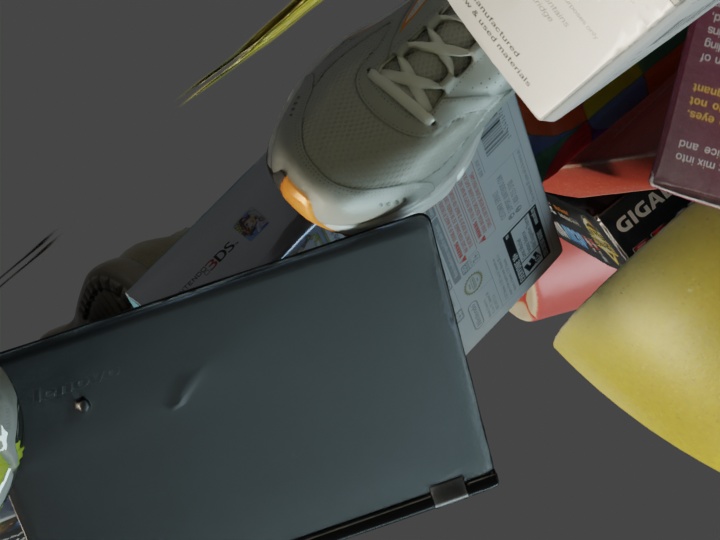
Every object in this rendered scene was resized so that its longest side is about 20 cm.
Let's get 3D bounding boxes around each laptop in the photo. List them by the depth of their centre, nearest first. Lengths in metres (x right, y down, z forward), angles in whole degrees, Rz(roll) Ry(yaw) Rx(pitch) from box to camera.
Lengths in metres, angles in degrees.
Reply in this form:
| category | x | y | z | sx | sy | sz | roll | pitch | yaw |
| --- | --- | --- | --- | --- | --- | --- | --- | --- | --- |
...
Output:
| category | x | y | z | sx | sy | sz | roll | pitch | yaw |
| --- | --- | --- | --- | --- | --- | --- | --- | --- | --- |
| laptop | -0.050 | 0.063 | 1.089 | 0.186 | 0.117 | 0.200 | -18 | 180 | -4 |

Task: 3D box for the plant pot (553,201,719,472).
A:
| category | x | y | z | sx | sy | sz | roll | pitch | yaw |
| --- | --- | --- | --- | --- | --- | --- | --- | --- | --- |
| plant pot | 0.212 | 0.028 | 1.253 | 0.200 | 0.142 | 0.200 | -37 | 170 | -8 |

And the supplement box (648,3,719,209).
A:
| category | x | y | z | sx | sy | sz | roll | pitch | yaw |
| --- | --- | --- | --- | --- | --- | --- | --- | --- | --- |
| supplement box | 0.199 | -0.124 | 1.078 | 0.131 | 0.103 | 0.201 | -29 | 134 | -71 |

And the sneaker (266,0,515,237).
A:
| category | x | y | z | sx | sy | sz | roll | pitch | yaw |
| --- | --- | --- | --- | --- | --- | --- | --- | --- | --- |
| sneaker | 0.043 | -0.095 | 1.013 | 0.200 | 0.076 | 0.092 | -42 | 169 | -25 |

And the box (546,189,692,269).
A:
| category | x | y | z | sx | sy | sz | roll | pitch | yaw |
| --- | --- | --- | --- | --- | --- | --- | --- | --- | --- |
| box | 0.173 | -0.071 | 1.403 | 0.159 | 0.046 | 0.200 | -38 | -169 | -2 |

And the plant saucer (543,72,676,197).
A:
| category | x | y | z | sx | sy | sz | roll | pitch | yaw |
| --- | --- | --- | --- | --- | --- | --- | --- | --- | --- |
| plant saucer | 0.183 | -0.102 | 1.290 | 0.200 | 0.037 | 0.200 | -43 | -167 | -18 |

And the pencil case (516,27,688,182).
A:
| category | x | y | z | sx | sy | sz | roll | pitch | yaw |
| --- | --- | --- | --- | --- | --- | --- | --- | --- | --- |
| pencil case | 0.113 | -0.120 | 1.264 | 0.200 | 0.089 | 0.088 | -37 | 177 | -7 |

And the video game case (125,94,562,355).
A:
| category | x | y | z | sx | sy | sz | roll | pitch | yaw |
| --- | --- | --- | --- | --- | --- | --- | --- | --- | --- |
| video game case | 0.000 | 0.000 | 1.148 | 0.181 | 0.045 | 0.200 | -47 | 153 | -11 |

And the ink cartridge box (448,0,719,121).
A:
| category | x | y | z | sx | sy | sz | roll | pitch | yaw |
| --- | --- | --- | --- | --- | --- | --- | --- | --- | --- |
| ink cartridge box | 0.130 | -0.151 | 0.878 | 0.146 | 0.086 | 0.200 | -36 | 176 | -35 |

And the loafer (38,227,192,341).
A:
| category | x | y | z | sx | sy | sz | roll | pitch | yaw |
| --- | --- | --- | --- | --- | --- | --- | --- | --- | --- |
| loafer | -0.098 | 0.036 | 1.226 | 0.068 | 0.076 | 0.200 | -29 | 174 | -23 |

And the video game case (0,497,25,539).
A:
| category | x | y | z | sx | sy | sz | roll | pitch | yaw |
| --- | --- | --- | --- | --- | --- | --- | --- | --- | --- |
| video game case | -0.180 | 0.132 | 1.173 | 0.200 | 0.023 | 0.182 | -20 | 162 | -47 |

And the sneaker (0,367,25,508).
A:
| category | x | y | z | sx | sy | sz | roll | pitch | yaw |
| --- | --- | --- | --- | --- | --- | --- | --- | --- | --- |
| sneaker | -0.205 | 0.103 | 0.977 | 0.200 | 0.076 | 0.076 | -39 | 177 | 14 |

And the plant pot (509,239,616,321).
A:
| category | x | y | z | sx | sy | sz | roll | pitch | yaw |
| --- | --- | --- | --- | --- | --- | --- | --- | --- | --- |
| plant pot | 0.159 | -0.066 | 1.805 | 0.177 | 0.201 | 0.200 | -26 | 175 | -12 |
